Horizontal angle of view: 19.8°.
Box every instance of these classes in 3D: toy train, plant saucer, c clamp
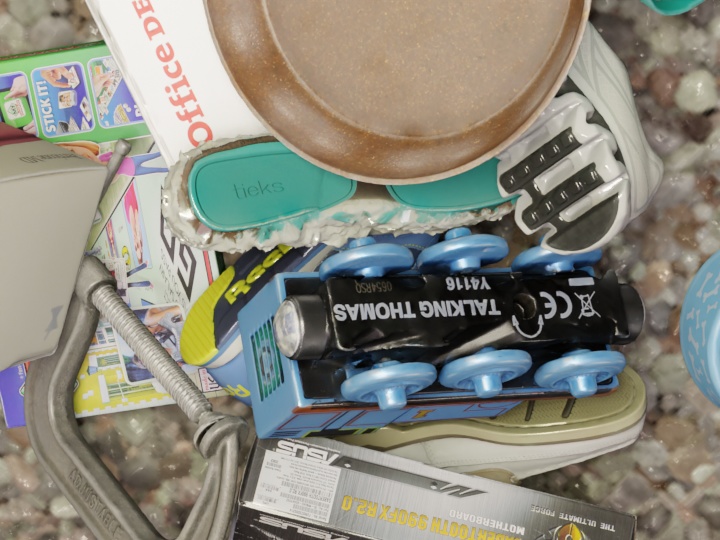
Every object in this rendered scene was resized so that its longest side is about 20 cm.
[{"bbox_3d":[0.040,0.033,1.018,0.199,0.114,0.087,-2,72,-27],"label":"toy train"},{"bbox_3d":[0.019,-0.140,0.940,0.200,0.034,0.201,4,99,27],"label":"plant saucer"},{"bbox_3d":[-0.117,0.061,1.057,0.200,0.027,0.171,51,122,30],"label":"c clamp"}]

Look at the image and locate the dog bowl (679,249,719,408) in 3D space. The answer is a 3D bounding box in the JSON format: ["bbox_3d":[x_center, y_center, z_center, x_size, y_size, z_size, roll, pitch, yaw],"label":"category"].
[{"bbox_3d":[0.272,0.033,1.097,0.199,0.050,0.112,-5,104,5],"label":"dog bowl"}]

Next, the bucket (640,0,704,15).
[{"bbox_3d":[0.167,-0.221,0.951,0.207,0.135,0.208,3,84,-37],"label":"bucket"}]

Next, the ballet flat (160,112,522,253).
[{"bbox_3d":[-0.007,-0.045,1.008,0.199,0.072,0.072,-6,106,-21],"label":"ballet flat"}]

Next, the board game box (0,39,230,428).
[{"bbox_3d":[-0.145,-0.021,1.117,0.134,0.029,0.201,-9,104,5],"label":"board game box"}]

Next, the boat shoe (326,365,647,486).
[{"bbox_3d":[0.059,0.090,1.115,0.199,0.075,0.069,-5,128,17],"label":"boat shoe"}]

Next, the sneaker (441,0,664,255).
[{"bbox_3d":[0.080,-0.106,0.982,0.075,0.081,0.201,-27,88,41],"label":"sneaker"}]

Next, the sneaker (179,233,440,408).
[{"bbox_3d":[0.000,0.000,1.093,0.200,0.074,0.082,-39,115,4],"label":"sneaker"}]

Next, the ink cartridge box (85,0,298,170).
[{"bbox_3d":[-0.033,-0.150,1.034,0.199,0.084,0.145,-26,102,-1],"label":"ink cartridge box"}]

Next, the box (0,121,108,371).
[{"bbox_3d":[-0.250,-0.035,1.039,0.199,0.128,0.109,23,104,17],"label":"box"}]

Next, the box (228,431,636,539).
[{"bbox_3d":[0.030,0.151,1.090,0.199,0.159,0.048,15,64,-1],"label":"box"}]
